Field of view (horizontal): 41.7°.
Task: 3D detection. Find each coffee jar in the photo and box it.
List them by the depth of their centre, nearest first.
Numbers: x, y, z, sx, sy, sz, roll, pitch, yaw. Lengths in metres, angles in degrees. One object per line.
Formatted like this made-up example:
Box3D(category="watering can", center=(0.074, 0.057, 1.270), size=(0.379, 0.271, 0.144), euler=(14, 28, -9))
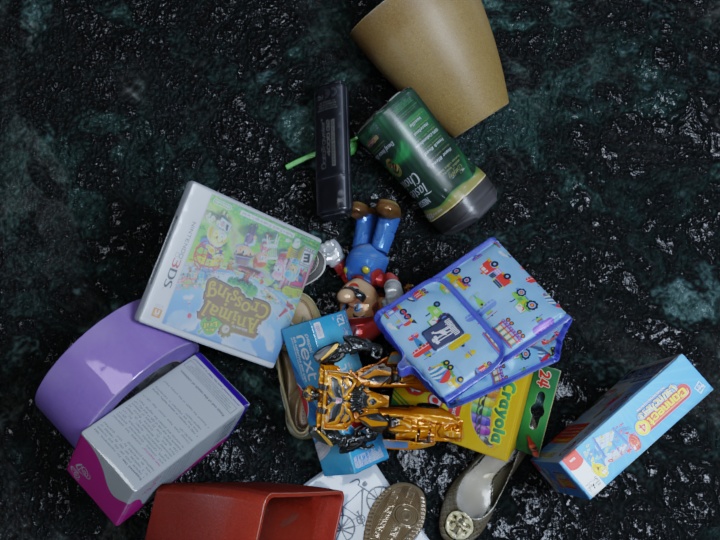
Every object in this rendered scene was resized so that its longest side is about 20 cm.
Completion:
Box3D(category="coffee jar", center=(0.092, -0.143, 1.286), size=(0.200, 0.104, 0.085), euler=(48, 65, -3))

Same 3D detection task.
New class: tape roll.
Box3D(category="tape roll", center=(-0.308, 0.134, 1.210), size=(0.200, 0.200, 0.085), euler=(-44, 80, -7))

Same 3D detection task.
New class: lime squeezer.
Box3D(category="lime squeezer", center=(-0.004, -0.161, 1.351), size=(0.199, 0.038, 0.071), euler=(11, 111, 4))

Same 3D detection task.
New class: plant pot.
Box3D(category="plant pot", center=(-0.158, 0.349, 1.159), size=(0.175, 0.200, 0.201), euler=(9, 83, 27))
Box3D(category="plant pot", center=(0.115, -0.293, 1.311), size=(0.186, 0.186, 0.201), euler=(-33, 95, -5))

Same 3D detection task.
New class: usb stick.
Box3D(category="usb stick", center=(-0.038, -0.166, 1.314), size=(0.055, 0.033, 0.201), euler=(-11, 73, 29))

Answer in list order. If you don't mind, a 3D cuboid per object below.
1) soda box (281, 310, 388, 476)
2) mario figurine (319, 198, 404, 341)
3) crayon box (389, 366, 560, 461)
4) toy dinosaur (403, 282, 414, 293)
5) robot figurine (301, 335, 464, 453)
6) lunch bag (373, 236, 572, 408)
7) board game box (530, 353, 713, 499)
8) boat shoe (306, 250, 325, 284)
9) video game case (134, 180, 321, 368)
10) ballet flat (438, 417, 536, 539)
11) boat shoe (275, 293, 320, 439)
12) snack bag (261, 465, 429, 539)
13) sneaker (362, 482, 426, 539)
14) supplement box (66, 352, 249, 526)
Box3D(category="soda box", center=(-0.033, 0.159, 1.221), size=(0.064, 0.068, 0.201), euler=(-14, 87, -41))
Box3D(category="mario figurine", center=(0.000, 0.000, 1.270), size=(0.105, 0.123, 0.201), euler=(12, 73, -17))
Box3D(category="crayon box", center=(0.142, 0.159, 1.208), size=(0.199, 0.051, 0.128), euler=(16, 106, 19))
Box3D(category="toy dinosaur", center=(0.131, 0.100, 1.263), size=(0.136, 0.102, 0.200), euler=(-42, 102, 10))
Box3D(category="robot figurine", center=(0.028, 0.154, 1.151), size=(0.199, 0.058, 0.146), euler=(2, 93, -7))
Box3D(category="lunch bag", center=(0.124, 0.075, 1.135), size=(0.199, 0.094, 0.151), euler=(-27, 56, -21))
Box3D(category="board game box", center=(0.317, 0.195, 1.178), size=(0.196, 0.200, 0.056), euler=(-40, 82, -6))
Box3D(category="boat shoe", center=(-0.148, -0.005, 1.284), size=(0.199, 0.057, 0.067), euler=(-2, 80, 16))
Box3D(category="video game case", center=(-0.162, 0.009, 1.195), size=(0.199, 0.022, 0.183), euler=(24, 85, -33))
Box3D(category="ballet flat", center=(0.169, 0.272, 1.244), size=(0.067, 0.046, 0.200), euler=(36, 82, 9))
Box3D(category="boat shoe", center=(-0.078, 0.125, 1.274), size=(0.073, 0.063, 0.201), euler=(-8, 78, 0))
Box3D(category="snack bag", center=(-0.021, 0.358, 1.246), size=(0.188, 0.021, 0.200), euler=(-35, 77, -6))
Box3D(category="sneaker", center=(0.028, 0.373, 1.201), size=(0.070, 0.109, 0.200), euler=(17, 46, 9))
Box3D(category="supplement box", center=(-0.253, 0.209, 1.193), size=(0.103, 0.101, 0.200), euler=(43, 44, 9))
